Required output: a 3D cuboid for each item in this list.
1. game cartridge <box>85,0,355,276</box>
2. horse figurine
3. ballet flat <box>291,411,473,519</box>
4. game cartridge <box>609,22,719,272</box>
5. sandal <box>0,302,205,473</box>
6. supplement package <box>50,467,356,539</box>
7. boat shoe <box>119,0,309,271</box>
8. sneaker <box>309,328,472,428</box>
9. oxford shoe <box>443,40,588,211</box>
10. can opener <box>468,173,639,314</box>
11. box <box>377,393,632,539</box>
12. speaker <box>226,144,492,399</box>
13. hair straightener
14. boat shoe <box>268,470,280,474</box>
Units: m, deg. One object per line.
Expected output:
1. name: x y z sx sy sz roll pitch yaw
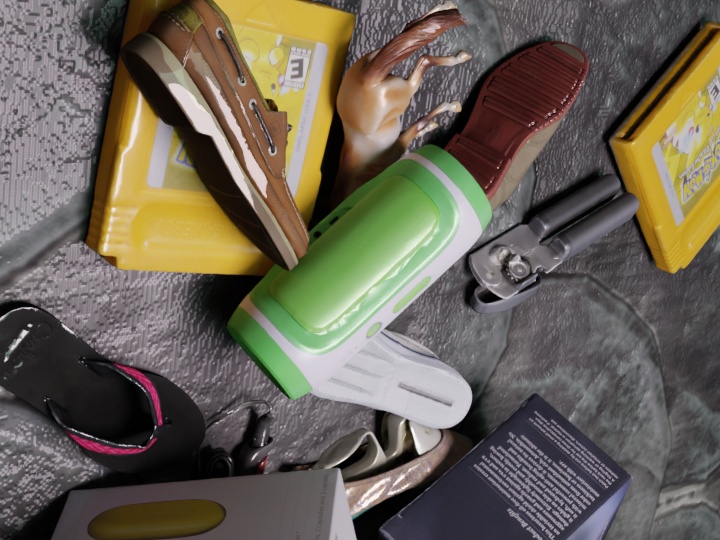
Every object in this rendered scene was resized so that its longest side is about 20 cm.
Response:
1. game cartridge: -0.093 -0.096 0.811 0.176 0.032 0.201 2 104 -43
2. horse figurine: 0.024 -0.119 0.869 0.132 0.050 0.200 -36 157 -23
3. ballet flat: 0.021 0.161 1.001 0.199 0.068 0.068 -21 113 -37
4. game cartridge: 0.339 -0.119 1.192 0.176 0.032 0.200 -48 132 -17
5. sandal: -0.176 0.091 0.801 0.075 0.045 0.200 -57 135 -9
6. supplement package: -0.103 0.246 0.792 0.152 0.198 0.151 -82 164 -58
7. boat shoe: -0.074 -0.085 0.764 0.068 0.072 0.200 -44 132 -17
8. sneaker: -0.005 0.072 0.940 0.199 0.071 0.073 30 91 -24
9. oxford shoe: 0.124 -0.114 0.996 0.200 0.070 0.075 -48 159 -20
10. can opener: 0.175 -0.023 1.089 0.199 0.053 0.067 -29 157 -32
11. box: 0.119 0.254 1.046 0.198 0.123 0.201 -35 151 -26
12. speaker: 0.000 0.000 0.849 0.200 0.088 0.089 -42 131 -10
13. hair straightener: -0.111 0.193 0.906 0.077 0.041 0.201 12 100 -45
14. boat shoe: -0.043 0.249 0.933 0.075 0.092 0.201 -68 167 -56
